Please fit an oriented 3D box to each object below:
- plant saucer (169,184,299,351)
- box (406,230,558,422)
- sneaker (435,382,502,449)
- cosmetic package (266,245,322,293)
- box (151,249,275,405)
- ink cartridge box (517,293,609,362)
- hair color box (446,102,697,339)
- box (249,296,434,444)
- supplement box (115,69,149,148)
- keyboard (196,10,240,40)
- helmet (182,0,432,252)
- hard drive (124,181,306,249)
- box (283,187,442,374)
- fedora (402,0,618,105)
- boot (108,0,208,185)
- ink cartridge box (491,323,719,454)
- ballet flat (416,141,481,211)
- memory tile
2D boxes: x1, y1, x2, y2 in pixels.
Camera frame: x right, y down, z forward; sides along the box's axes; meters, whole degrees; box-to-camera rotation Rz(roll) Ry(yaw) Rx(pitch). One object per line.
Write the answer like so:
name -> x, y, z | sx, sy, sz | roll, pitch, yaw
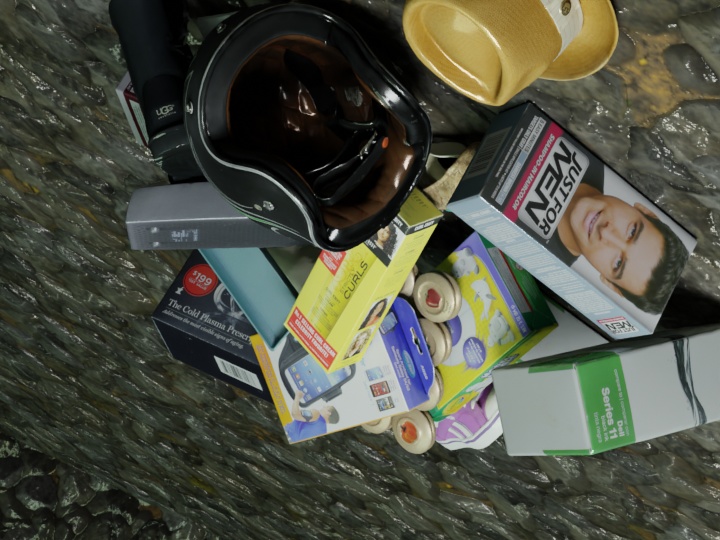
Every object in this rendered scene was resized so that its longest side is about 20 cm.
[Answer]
plant saucer -> -0.124, -0.018, 1.766 | 0.200, 0.019, 0.070 | 53, 131, 13
box -> 0.094, 0.059, 1.731 | 0.200, 0.048, 0.118 | -46, 63, 43
sneaker -> 0.092, 0.124, 1.813 | 0.114, 0.073, 0.200 | 42, 153, -9
cosmetic package -> -0.052, -0.026, 1.830 | 0.199, 0.105, 0.071 | 25, 118, 12
box -> -0.092, 0.036, 1.934 | 0.199, 0.183, 0.104 | 22, 156, 20
ink cartridge box -> 0.146, 0.085, 1.864 | 0.146, 0.083, 0.200 | 35, 158, -14
hair color box -> 0.180, -0.039, 1.499 | 0.200, 0.099, 0.061 | 37, 158, -19
box -> -0.015, 0.093, 1.746 | 0.199, 0.041, 0.120 | -20, 91, 45
supplement box -> -0.136, -0.139, 1.759 | 0.199, 0.061, 0.109 | 25, 159, 17
keyboard -> -0.092, -0.150, 1.639 | 0.056, 0.011, 0.201 | -1, 127, 29
helmet -> -0.054, -0.127, 1.495 | 0.190, 0.200, 0.200 | 39, 165, 24
hard drive -> -0.119, -0.050, 1.669 | 0.199, 0.043, 0.135 | -2, 169, -5
box -> 0.000, 0.000, 1.637 | 0.075, 0.050, 0.200 | 48, 133, 21
fedora -> 0.091, -0.184, 1.302 | 0.200, 0.082, 0.201 | 27, 160, 10
boot -> -0.166, -0.166, 1.636 | 0.076, 0.169, 0.200 | -17, 166, 6
ink cartridge box -> 0.243, 0.106, 1.605 | 0.199, 0.084, 0.146 | -11, 179, -27
ballet flat -> 0.069, -0.084, 1.626 | 0.200, 0.070, 0.066 | -11, 108, 58
memory tile -> 0.023, 0.072, 1.743 | 0.153, 0.017, 0.201 | 26, 121, 31
